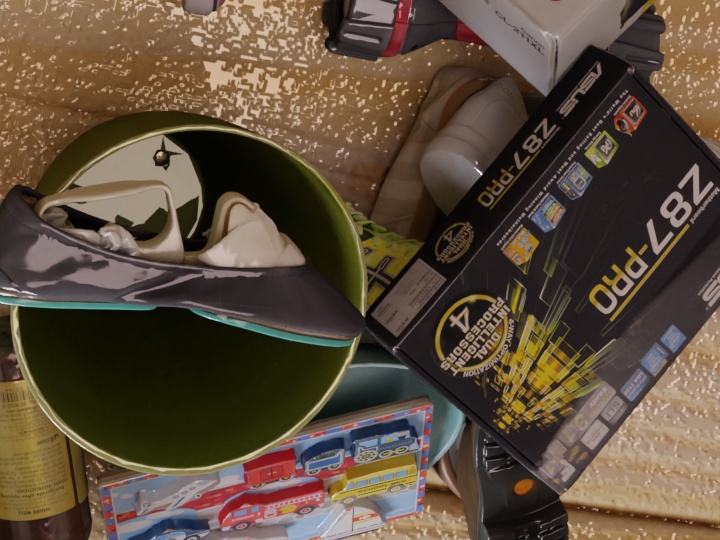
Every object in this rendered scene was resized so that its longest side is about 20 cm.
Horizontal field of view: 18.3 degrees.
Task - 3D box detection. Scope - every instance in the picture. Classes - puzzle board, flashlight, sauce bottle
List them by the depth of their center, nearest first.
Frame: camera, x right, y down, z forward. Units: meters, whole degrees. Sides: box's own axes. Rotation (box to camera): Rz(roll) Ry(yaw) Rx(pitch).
[{"bbox_3d":[0.080,-0.145,1.312,0.199,0.068,0.068,9,71,-14],"label":"flashlight"},{"bbox_3d":[-0.194,0.128,1.325,0.064,0.065,0.201,-9,109,-13],"label":"sauce bottle"},{"bbox_3d":[-0.054,0.139,1.342,0.199,0.017,0.151,-13,149,-9],"label":"puzzle board"}]

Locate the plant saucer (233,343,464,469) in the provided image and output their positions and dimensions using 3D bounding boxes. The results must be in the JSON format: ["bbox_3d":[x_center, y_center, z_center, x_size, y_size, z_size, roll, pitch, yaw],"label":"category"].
[{"bbox_3d":[-0.038,0.096,1.332,0.199,0.036,0.200,-14,150,-8],"label":"plant saucer"}]

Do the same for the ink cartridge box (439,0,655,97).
[{"bbox_3d":[0.122,-0.218,1.240,0.200,0.083,0.146,-43,74,-12],"label":"ink cartridge box"}]

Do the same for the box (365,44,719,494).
[{"bbox_3d":[0.118,0.002,1.235,0.200,0.049,0.161,-49,127,-2],"label":"box"}]

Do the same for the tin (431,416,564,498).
[{"bbox_3d":[0.107,0.058,1.407,0.111,0.042,0.201,13,103,-15],"label":"tin"}]

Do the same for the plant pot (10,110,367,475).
[{"bbox_3d":[-0.112,-0.011,1.231,0.186,0.200,0.188,-5,108,-15],"label":"plant pot"}]

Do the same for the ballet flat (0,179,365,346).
[{"bbox_3d":[-0.087,-0.008,1.095,0.199,0.073,0.073,8,105,-16],"label":"ballet flat"}]

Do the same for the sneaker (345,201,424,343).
[{"bbox_3d":[0.000,0.000,1.295,0.199,0.075,0.077,0,96,20],"label":"sneaker"}]

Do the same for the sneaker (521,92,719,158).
[{"bbox_3d":[0.179,-0.058,1.376,0.199,0.080,0.071,23,116,-2],"label":"sneaker"}]

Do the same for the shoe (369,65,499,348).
[{"bbox_3d":[0.042,-0.028,1.357,0.070,0.053,0.201,4,111,-39],"label":"shoe"}]

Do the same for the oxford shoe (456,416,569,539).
[{"bbox_3d":[0.088,0.095,1.341,0.072,0.085,0.201,-5,125,-20],"label":"oxford shoe"}]

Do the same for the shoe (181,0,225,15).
[{"bbox_3d":[-0.047,-0.238,1.246,0.090,0.071,0.201,6,101,-12],"label":"shoe"}]

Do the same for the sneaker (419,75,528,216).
[{"bbox_3d":[0.109,-0.024,1.327,0.089,0.075,0.201,-54,133,-32],"label":"sneaker"}]
